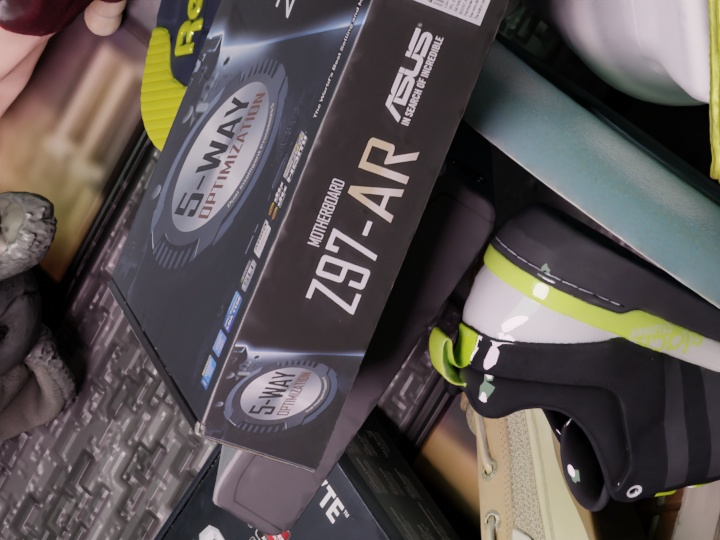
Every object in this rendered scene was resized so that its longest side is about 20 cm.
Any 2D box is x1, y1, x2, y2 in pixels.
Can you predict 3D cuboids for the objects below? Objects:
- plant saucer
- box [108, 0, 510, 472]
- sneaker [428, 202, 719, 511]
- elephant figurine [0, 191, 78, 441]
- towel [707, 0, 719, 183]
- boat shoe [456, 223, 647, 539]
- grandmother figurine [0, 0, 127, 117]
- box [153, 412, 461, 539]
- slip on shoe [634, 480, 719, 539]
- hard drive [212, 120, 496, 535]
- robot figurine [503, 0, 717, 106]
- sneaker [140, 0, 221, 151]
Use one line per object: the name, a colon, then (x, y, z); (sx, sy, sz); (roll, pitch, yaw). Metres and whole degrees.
plant saucer: (0.097, -0.028, 0.999); (0.200, 0.200, 0.027); (40, 99, 25)
box: (-0.014, -0.055, 0.955); (0.201, 0.043, 0.160); (-67, 20, 11)
sneaker: (0.101, 0.046, 1.006); (0.083, 0.199, 0.072); (-59, 33, 5)
elephant figurine: (-0.184, 0.033, 1.226); (0.199, 0.142, 0.155); (-31, 32, 8)
towel: (0.205, -0.074, 0.942); (0.018, 0.199, 0.087); (-168, 75, -74)
boat shoe: (0.061, 0.072, 1.063); (0.063, 0.073, 0.202); (-26, 54, 21)
grandmother figurine: (-0.138, -0.112, 1.184); (0.061, 0.121, 0.200); (52, 126, 8)
box: (-0.016, 0.161, 1.135); (0.159, 0.046, 0.200); (-56, 46, 22)
slip on shoe: (0.107, 0.153, 1.086); (0.076, 0.060, 0.201); (1, 76, 61)
hard drive: (0.000, 0.000, 1.063); (0.033, 0.200, 0.140); (31, 105, -8)
robot figurine: (0.098, -0.132, 1.015); (0.200, 0.169, 0.113); (-128, 25, -54)
sneaker: (-0.022, -0.131, 1.147); (0.074, 0.082, 0.201); (7, 79, 59)
